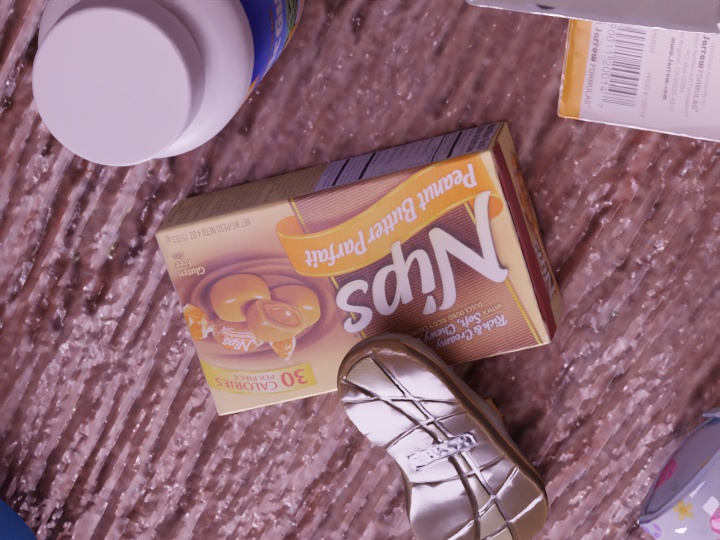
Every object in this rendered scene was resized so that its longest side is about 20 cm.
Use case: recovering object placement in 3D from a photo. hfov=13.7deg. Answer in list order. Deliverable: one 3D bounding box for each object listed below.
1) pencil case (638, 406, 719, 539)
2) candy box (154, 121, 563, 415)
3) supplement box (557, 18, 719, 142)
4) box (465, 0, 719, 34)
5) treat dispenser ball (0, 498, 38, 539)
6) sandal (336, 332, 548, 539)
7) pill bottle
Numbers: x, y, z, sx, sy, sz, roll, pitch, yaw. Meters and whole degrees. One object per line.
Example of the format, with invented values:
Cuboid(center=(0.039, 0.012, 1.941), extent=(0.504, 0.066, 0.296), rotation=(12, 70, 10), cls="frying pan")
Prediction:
Cuboid(center=(0.249, 0.165, 1.645), extent=(0.200, 0.083, 0.091), rotation=(40, 94, -6), cls="pencil case")
Cuboid(center=(0.000, 0.000, 1.647), extent=(0.199, 0.055, 0.116), rotation=(-13, 109, 16), cls="candy box")
Cuboid(center=(0.208, -0.114, 1.520), extent=(0.199, 0.126, 0.074), rotation=(10, 111, 7), cls="supplement box")
Cuboid(center=(0.131, -0.200, 1.460), extent=(0.127, 0.200, 0.109), rotation=(7, 112, 9), cls="box")
Cuboid(center=(-0.269, 0.209, 1.707), extent=(0.200, 0.201, 0.202), rotation=(4, 112, 10), cls="treat dispenser ball")
Cuboid(center=(0.047, 0.092, 1.655), extent=(0.080, 0.054, 0.200), rotation=(-19, 133, 16), cls="sandal")
Cuboid(center=(-0.101, -0.124, 1.540), extent=(0.112, 0.200, 0.113), rotation=(4, 113, 10), cls="pill bottle")
